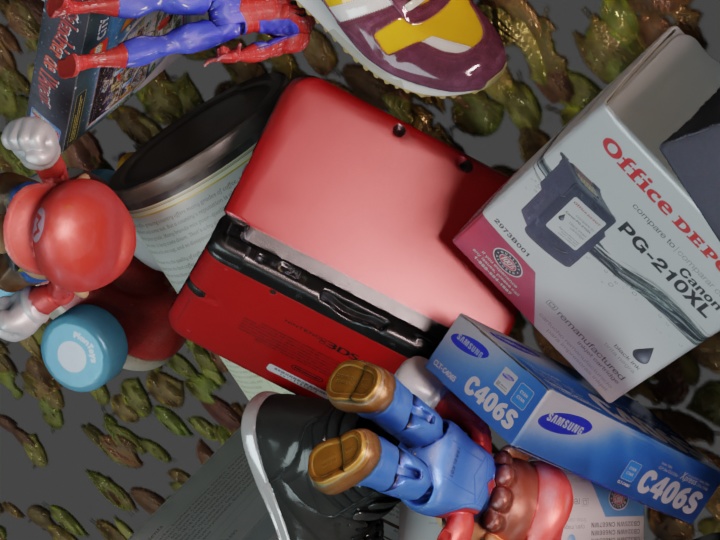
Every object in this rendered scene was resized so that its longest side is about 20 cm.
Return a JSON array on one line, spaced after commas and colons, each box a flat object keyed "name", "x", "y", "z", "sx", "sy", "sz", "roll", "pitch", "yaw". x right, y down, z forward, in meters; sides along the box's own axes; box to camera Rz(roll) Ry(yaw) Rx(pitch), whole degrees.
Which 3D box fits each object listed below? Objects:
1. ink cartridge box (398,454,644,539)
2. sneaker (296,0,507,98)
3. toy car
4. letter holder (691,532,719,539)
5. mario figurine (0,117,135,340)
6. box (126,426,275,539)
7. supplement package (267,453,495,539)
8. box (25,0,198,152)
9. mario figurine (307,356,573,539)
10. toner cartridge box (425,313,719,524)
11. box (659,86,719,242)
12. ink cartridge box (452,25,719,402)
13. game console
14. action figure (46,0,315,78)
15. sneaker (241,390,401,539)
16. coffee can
[{"name": "ink cartridge box", "x": 0.111, "y": 0.229, "z": 1.398, "sx": 0.125, "sy": 0.128, "sz": 0.201, "roll": -5, "pitch": 84, "yaw": 49}, {"name": "sneaker", "x": 0.008, "y": -0.184, "z": 1.214, "sx": 0.200, "sy": 0.075, "sz": 0.090, "roll": 36, "pitch": 148, "yaw": 14}, {"name": "toy car", "x": -0.166, "y": -0.043, "z": 1.522, "sx": 0.177, "sy": 0.184, "sz": 0.200, "roll": 44, "pitch": 118, "yaw": 6}, {"name": "letter holder", "x": 0.183, "y": 0.258, "z": 1.265, "sx": 0.101, "sy": 0.199, "sz": 0.143, "roll": 155, "pitch": 100, "yaw": -68}, {"name": "mario figurine", "x": -0.226, "y": -0.027, "z": 1.351, "sx": 0.124, "sy": 0.106, "sz": 0.200, "roll": 53, "pitch": 164, "yaw": -12}, {"name": "box", "x": -0.070, "y": 0.260, "z": 1.661, "sx": 0.130, "sy": 0.200, "sz": 0.200, "roll": 2, "pitch": 127, "yaw": 46}, {"name": "supplement package", "x": 0.019, "y": 0.228, "z": 1.523, "sx": 0.119, "sy": 0.200, "sz": 0.122, "roll": 20, "pitch": 140, "yaw": 35}, {"name": "box", "x": -0.154, "y": -0.183, "z": 1.343, "sx": 0.038, "sy": 0.137, "sz": 0.200, "roll": 40, "pitch": 146, "yaw": 11}, {"name": "mario figurine", "x": 0.044, "y": 0.135, "z": 1.254, "sx": 0.200, "sy": 0.124, "sz": 0.106, "roll": 34, "pitch": -175, "yaw": -35}, {"name": "toner cartridge box", "x": 0.137, "y": 0.095, "z": 1.268, "sx": 0.200, "sy": 0.043, "sz": 0.095, "roll": 26, "pitch": -170, "yaw": -45}, {"name": "box", "x": 0.273, "y": -0.039, "z": 0.963, "sx": 0.200, "sy": 0.182, "sz": 0.104, "roll": 54, "pitch": 146, "yaw": -12}, {"name": "ink cartridge box", "x": 0.166, "y": -0.028, "z": 1.188, "sx": 0.145, "sy": 0.084, "sz": 0.200, "roll": 46, "pitch": 148, "yaw": 0}, {"name": "game console", "x": 0.000, "y": 0.000, "z": 1.319, "sx": 0.199, "sy": 0.119, "sz": 0.172, "roll": 27, "pitch": 143, "yaw": -6}, {"name": "action figure", "x": -0.091, "y": -0.158, "z": 1.257, "sx": 0.052, "sy": 0.199, "sz": 0.066, "roll": -18, "pitch": 84, "yaw": 62}, {"name": "sneaker", "x": 0.000, "y": 0.167, "z": 1.345, "sx": 0.099, "sy": 0.071, "sz": 0.201, "roll": -5, "pitch": 120, "yaw": 38}, {"name": "coffee can", "x": -0.063, "y": -0.014, "z": 1.407, "sx": 0.146, "sy": 0.146, "sz": 0.201, "roll": -9, "pitch": 118, "yaw": 52}]
